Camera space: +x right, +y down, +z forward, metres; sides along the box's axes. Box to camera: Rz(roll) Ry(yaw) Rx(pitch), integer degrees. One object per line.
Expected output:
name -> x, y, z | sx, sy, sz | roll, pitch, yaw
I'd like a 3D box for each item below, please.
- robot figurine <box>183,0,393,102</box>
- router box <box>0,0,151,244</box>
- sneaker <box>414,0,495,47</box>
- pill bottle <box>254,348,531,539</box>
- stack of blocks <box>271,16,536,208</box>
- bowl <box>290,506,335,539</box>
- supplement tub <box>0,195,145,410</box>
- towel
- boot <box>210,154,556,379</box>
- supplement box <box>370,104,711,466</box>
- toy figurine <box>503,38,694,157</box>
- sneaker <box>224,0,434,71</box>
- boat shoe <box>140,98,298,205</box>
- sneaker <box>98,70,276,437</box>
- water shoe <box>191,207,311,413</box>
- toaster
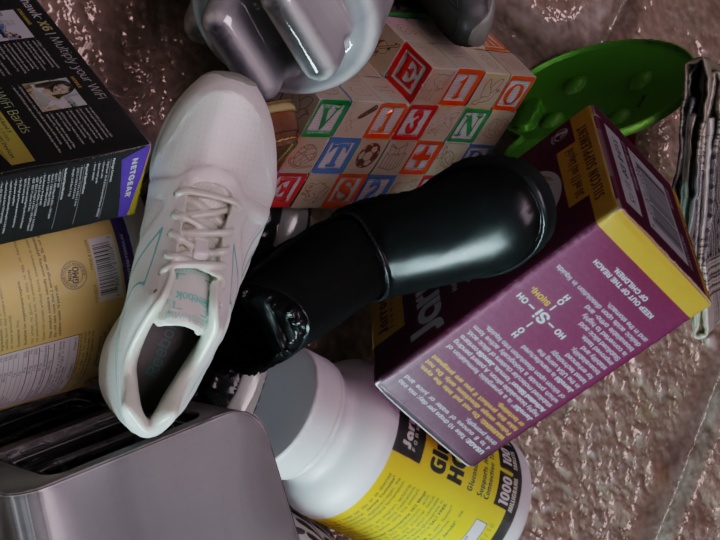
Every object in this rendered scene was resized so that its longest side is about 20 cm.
robot figurine -> -0.032, -0.183, 1.016 | 0.113, 0.169, 0.201 | 60, 30, -31
router box -> -0.230, -0.096, 0.925 | 0.157, 0.200, 0.052 | -15, 140, -35
sneaker -> 0.020, -0.217, 1.132 | 0.079, 0.201, 0.076 | -15, 146, -25
pill bottle -> 0.014, 0.130, 1.171 | 0.200, 0.112, 0.113 | 30, 76, -35
stack of blocks -> 0.012, -0.103, 1.128 | 0.199, 0.059, 0.115 | -3, 133, -48
bowl -> -0.063, 0.245, 1.134 | 0.200, 0.094, 0.202 | -4, 96, -36
supplement tub -> -0.227, 0.011, 0.960 | 0.199, 0.145, 0.146 | -15, 102, -35
towel -> 0.257, -0.053, 1.242 | 0.200, 0.034, 0.194 | -10, 106, -68
boot -> 0.000, -0.001, 1.023 | 0.162, 0.198, 0.074 | -30, 104, -43
supplement box -> 0.111, 0.010, 1.121 | 0.200, 0.131, 0.103 | -38, 119, 21
toy figurine -> 0.186, -0.043, 1.270 | 0.200, 0.149, 0.185 | -55, 135, -47
sneaker -> -0.019, -0.159, 1.162 | 0.199, 0.078, 0.086 | -18, 141, -41
boat shoe -> -0.091, -0.042, 1.020 | 0.072, 0.200, 0.068 | -14, 79, -38
sneaker -> -0.086, -0.005, 0.908 | 0.070, 0.080, 0.202 | 14, 97, -13
water shoe -> -0.095, 0.027, 1.120 | 0.079, 0.071, 0.201 | 20, 76, -16
toaster -> -0.163, 0.147, 0.999 | 0.199, 0.180, 0.119 | -20, 104, -35
